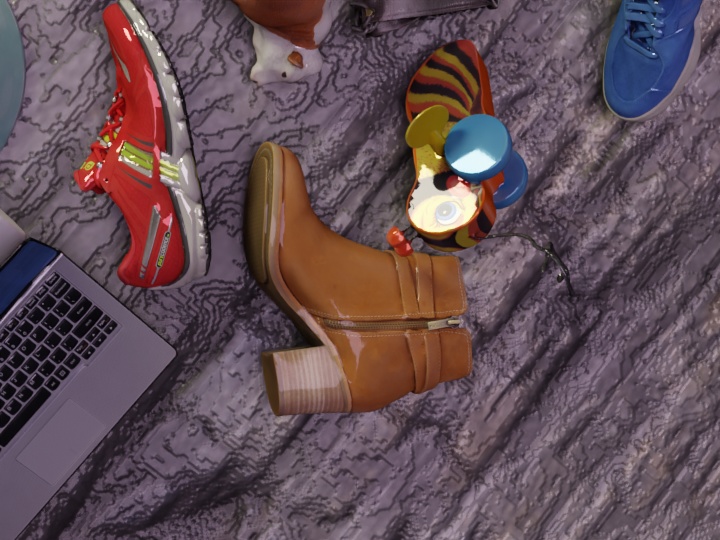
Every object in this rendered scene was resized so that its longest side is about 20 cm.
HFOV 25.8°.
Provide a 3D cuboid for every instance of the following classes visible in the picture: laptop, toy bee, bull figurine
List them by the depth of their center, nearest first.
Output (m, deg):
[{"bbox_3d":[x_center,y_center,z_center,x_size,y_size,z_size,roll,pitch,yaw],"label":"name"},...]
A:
[{"bbox_3d":[-0.225,0.088,1.021,0.187,0.116,0.200,-48,125,-4],"label":"laptop"},{"bbox_3d":[-0.061,-0.209,1.046,0.121,0.200,0.065,26,53,-1],"label":"bull figurine"},{"bbox_3d":[0.061,-0.062,1.091,0.108,0.201,0.131,-22,132,9],"label":"toy bee"}]

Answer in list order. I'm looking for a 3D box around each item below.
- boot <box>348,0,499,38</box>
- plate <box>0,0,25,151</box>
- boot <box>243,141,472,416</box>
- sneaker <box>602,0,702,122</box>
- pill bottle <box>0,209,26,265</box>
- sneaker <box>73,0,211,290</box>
[{"bbox_3d":[0.000,-0.250,1.091,0.199,0.069,0.175,-6,99,-13],"label":"boot"},{"bbox_3d":[-0.324,-0.136,1.047,0.199,0.026,0.202,-1,96,-13],"label":"plate"},{"bbox_3d":[0.000,0.000,1.124,0.154,0.074,0.201,-9,102,-17],"label":"boot"},{"bbox_3d":[0.203,-0.202,1.106,0.111,0.077,0.201,-2,122,-51],"label":"sneaker"},{"bbox_3d":[-0.317,0.022,1.018,0.120,0.120,0.200,43,85,-15],"label":"pill bottle"},{"bbox_3d":[-0.156,-0.083,1.070,0.084,0.077,0.201,-12,99,-7],"label":"sneaker"}]
